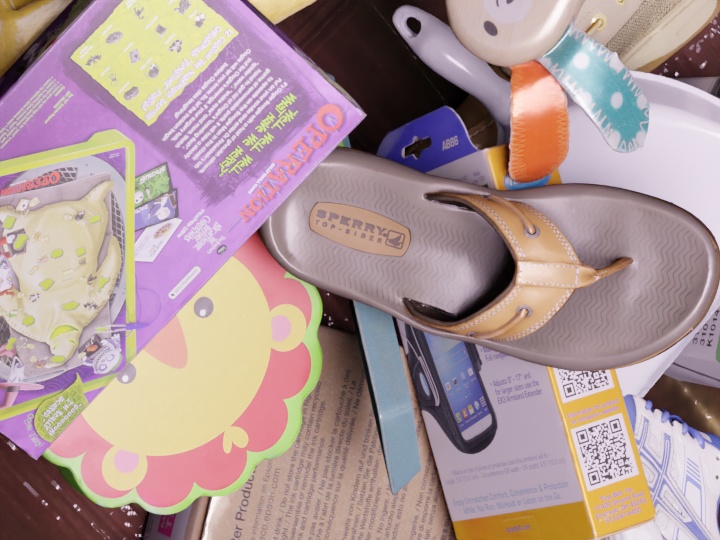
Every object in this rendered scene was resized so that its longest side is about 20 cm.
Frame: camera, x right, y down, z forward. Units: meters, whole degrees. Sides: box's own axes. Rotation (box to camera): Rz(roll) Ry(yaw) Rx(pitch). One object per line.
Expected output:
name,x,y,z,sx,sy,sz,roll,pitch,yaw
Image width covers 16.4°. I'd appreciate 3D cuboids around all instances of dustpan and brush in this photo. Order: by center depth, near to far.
dustpan and brush,0.091,-0.055,1.158,0.200,0.057,0.140,37,111,-2

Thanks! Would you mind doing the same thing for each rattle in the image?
rattle,0.067,-0.136,1.005,0.129,0.143,0.202,4,93,-2

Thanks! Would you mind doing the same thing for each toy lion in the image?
toy lion,-0.081,-0.003,1.090,0.200,0.069,0.192,-46,113,-12

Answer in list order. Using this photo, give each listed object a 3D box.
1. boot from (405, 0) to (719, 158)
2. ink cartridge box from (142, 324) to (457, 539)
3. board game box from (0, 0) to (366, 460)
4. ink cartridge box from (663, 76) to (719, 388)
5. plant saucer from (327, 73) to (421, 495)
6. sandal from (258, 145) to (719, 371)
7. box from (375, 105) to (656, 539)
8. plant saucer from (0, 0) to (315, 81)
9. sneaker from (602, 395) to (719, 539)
boot,0.072,-0.143,1.222,0.200,0.073,0.156,-37,108,-19
ink cartridge box,-0.018,0.130,1.201,0.164,0.075,0.202,15,87,-24
board game box,-0.108,-0.031,1.006,0.200,0.032,0.120,-45,113,6
ink cartridge box,0.196,-0.016,1.220,0.084,0.200,0.147,20,85,-24
plant saucer,0.000,0.000,1.143,0.019,0.070,0.201,-13,56,-2
sandal,0.051,-0.008,1.045,0.198,0.055,0.082,16,97,6
box,0.062,0.026,1.131,0.041,0.119,0.202,-12,87,-29
plant saucer,-0.104,-0.168,1.055,0.199,0.201,0.049,-30,144,-2
sneaker,0.138,0.091,1.268,0.088,0.075,0.201,-29,117,-12
